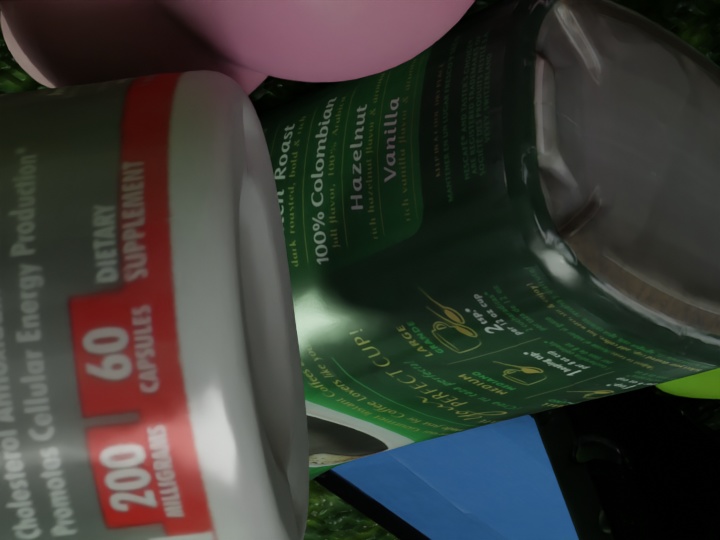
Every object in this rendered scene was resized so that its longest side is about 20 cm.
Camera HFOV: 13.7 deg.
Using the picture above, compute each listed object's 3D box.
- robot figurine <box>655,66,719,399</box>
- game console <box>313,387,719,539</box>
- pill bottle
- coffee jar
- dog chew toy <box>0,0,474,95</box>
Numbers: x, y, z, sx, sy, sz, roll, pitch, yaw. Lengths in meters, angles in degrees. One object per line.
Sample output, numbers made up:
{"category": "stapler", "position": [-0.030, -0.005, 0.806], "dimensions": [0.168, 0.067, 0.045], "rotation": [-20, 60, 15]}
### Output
{"category": "robot figurine", "position": [0.170, -0.010, 0.821], "dimensions": [0.198, 0.116, 0.176], "rotation": [-1, 137, -16]}
{"category": "game console", "position": [0.079, 0.110, 0.877], "dimensions": [0.116, 0.176, 0.200], "rotation": [-39, 129, 18]}
{"category": "pill bottle", "position": [-0.117, 0.023, 0.665], "dimensions": [0.198, 0.114, 0.114], "rotation": [-8, 138, 5]}
{"category": "coffee jar", "position": [0.000, 0.000, 0.764], "dimensions": [0.199, 0.086, 0.104], "rotation": [-19, 150, 38]}
{"category": "dog chew toy", "position": [-0.006, -0.101, 0.677], "dimensions": [0.199, 0.125, 0.124], "rotation": [-32, 136, 29]}
